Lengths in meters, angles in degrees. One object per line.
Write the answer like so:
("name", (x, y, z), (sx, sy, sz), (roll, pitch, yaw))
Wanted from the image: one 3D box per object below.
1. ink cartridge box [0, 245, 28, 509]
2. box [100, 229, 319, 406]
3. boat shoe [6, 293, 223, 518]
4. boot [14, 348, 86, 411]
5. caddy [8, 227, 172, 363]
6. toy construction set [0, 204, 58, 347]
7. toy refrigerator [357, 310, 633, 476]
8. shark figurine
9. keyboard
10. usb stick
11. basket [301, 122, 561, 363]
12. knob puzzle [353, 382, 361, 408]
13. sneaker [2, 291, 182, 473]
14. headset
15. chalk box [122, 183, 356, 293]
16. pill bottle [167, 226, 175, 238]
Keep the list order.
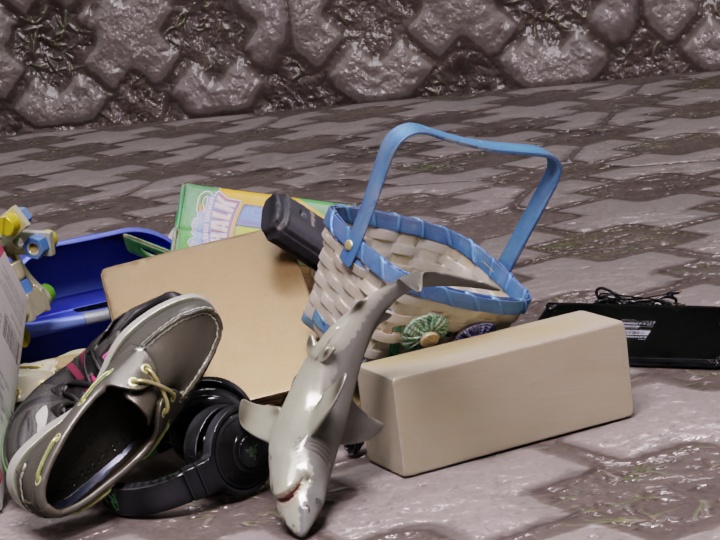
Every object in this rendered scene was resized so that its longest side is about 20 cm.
("ink cartridge box", (-0.316, 0.064, 1.473), (0.084, 0.145, 0.200), (-6, 52, 7))
("box", (-0.116, 0.048, 1.598), (0.163, 0.021, 0.200), (-14, 41, -7))
("boat shoe", (-0.166, 0.099, 1.412), (0.202, 0.072, 0.060), (-47, 24, -15))
("boot", (-0.291, 0.119, 1.596), (0.200, 0.072, 0.155), (-7, 9, 30))
("caddy", (-0.243, 0.037, 1.802), (0.200, 0.141, 0.105), (-14, 8, -27))
("toy construction set", (-0.346, 0.016, 1.700), (0.200, 0.131, 0.092), (-5, 17, 35))
("toy refrigerator", (0.101, 0.090, 1.485), (0.200, 0.076, 0.070), (-13, 13, -24))
("shark figurine", (0.000, 0.080, 1.384), (0.089, 0.215, 0.128), (32, -2, -34))
("keyboard", (0.242, 0.059, 1.694), (0.200, 0.040, 0.104), (2, 38, 35))
("usb stick", (0.000, 0.000, 1.667), (0.033, 0.200, 0.055), (-41, 30, 31))
("basket", (0.059, -0.014, 1.538), (0.176, 0.200, 0.139), (7, 21, -38))
("knob puzzle", (-0.033, 0.104, 1.611), (0.219, 0.030, 0.220), (-8, 13, 2))
("sneaker", (-0.197, 0.084, 1.484), (0.200, 0.077, 0.084), (-51, -4, -26))
("headset", (-0.097, 0.134, 1.463), (0.200, 0.094, 0.124), (-26, 20, -12))
("chalk box", (-0.111, 0.000, 1.741), (0.200, 0.124, 0.124), (7, -11, -1))
("pill bottle", (-0.098, -0.006, 1.985), (0.200, 0.114, 0.114), (2, 15, 41))
